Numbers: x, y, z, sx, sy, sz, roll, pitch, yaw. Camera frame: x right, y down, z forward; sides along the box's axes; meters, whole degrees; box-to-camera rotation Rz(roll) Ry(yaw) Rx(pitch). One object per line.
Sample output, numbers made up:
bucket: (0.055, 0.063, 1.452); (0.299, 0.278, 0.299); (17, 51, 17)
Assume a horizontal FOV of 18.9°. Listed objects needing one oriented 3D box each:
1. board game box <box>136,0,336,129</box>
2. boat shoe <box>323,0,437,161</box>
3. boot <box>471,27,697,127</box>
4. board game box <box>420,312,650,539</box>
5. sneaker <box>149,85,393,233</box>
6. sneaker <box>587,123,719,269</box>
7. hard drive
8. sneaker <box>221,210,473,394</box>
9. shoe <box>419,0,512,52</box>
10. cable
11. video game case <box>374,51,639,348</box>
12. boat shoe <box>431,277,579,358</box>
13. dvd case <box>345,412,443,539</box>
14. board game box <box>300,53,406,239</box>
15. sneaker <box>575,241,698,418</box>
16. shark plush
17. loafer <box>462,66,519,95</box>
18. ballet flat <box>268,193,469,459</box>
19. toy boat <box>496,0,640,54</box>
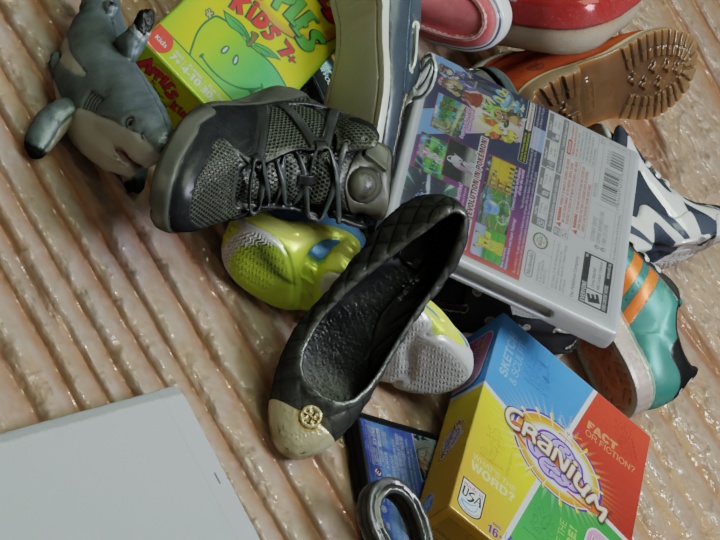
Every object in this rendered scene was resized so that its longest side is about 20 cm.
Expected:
board game box: (-0.076, -0.168, 1.526); (0.102, 0.048, 0.200); (46, 49, -8)
boat shoe: (0.014, -0.144, 1.515); (0.062, 0.075, 0.200); (14, 66, -39)
boot: (0.179, -0.161, 1.754); (0.200, 0.075, 0.107); (-18, 28, -30)
board game box: (0.121, 0.145, 1.482); (0.153, 0.040, 0.200); (39, 38, -16)
sneaker: (-0.050, -0.064, 1.381); (0.114, 0.076, 0.199); (18, 22, 23)
sneaker: (0.227, -0.069, 1.775); (0.199, 0.079, 0.130); (-10, 76, -40)
hard drive: (-0.149, 0.145, 1.236); (0.200, 0.026, 0.132); (-13, 70, -52)
sneaker: (0.000, 0.000, 1.477); (0.200, 0.076, 0.105); (35, 39, -20)
shoe: (0.013, -0.219, 1.637); (0.200, 0.072, 0.091); (31, 28, 17)
cable: (0.050, 0.228, 1.363); (0.200, 0.050, 0.097); (48, 57, -2)
video game case: (0.108, -0.053, 1.537); (0.182, 0.023, 0.200); (25, 43, -10)
boat shoe: (0.091, 0.018, 1.571); (0.200, 0.060, 0.074); (22, 43, -35)
dvd case: (0.078, 0.180, 1.456); (0.200, 0.018, 0.143); (19, 47, -35)
board game box: (0.016, -0.105, 1.622); (0.135, 0.028, 0.200); (-5, 65, -49)
sneaker: (0.195, 0.010, 1.659); (0.080, 0.071, 0.200); (-19, 87, -31)
shark plush: (-0.154, -0.137, 1.419); (0.091, 0.083, 0.200); (29, 42, -28)
loafer: (0.109, -0.073, 1.623); (0.063, 0.072, 0.200); (2, 48, -41)
ballet flat: (0.002, 0.033, 1.391); (0.066, 0.057, 0.200); (34, 81, -10)
toy boat: (0.125, -0.255, 1.724); (0.131, 0.200, 0.131); (-38, 133, -50)
